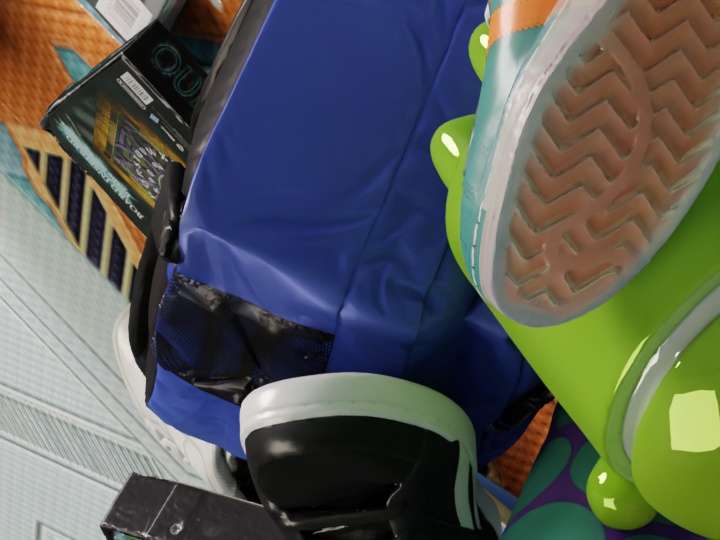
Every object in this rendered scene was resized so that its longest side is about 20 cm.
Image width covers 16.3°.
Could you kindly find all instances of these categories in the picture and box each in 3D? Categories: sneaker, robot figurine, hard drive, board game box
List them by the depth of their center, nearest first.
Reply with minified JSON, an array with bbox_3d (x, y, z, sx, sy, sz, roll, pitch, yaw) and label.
[{"bbox_3d":[0.068,-0.086,0.723,0.071,0.201,0.080,14,-171,-33],"label":"sneaker"},{"bbox_3d":[0.104,0.001,0.785,0.200,0.115,0.176,52,136,34],"label":"robot figurine"},{"bbox_3d":[0.014,0.115,0.882,0.200,0.073,0.113,50,-147,-62],"label":"sneaker"},{"bbox_3d":[-0.055,-0.018,1.151,0.200,0.028,0.135,48,157,-10],"label":"board game box"},{"bbox_3d":[-0.011,0.165,1.155,0.199,0.038,0.140,12,144,27],"label":"hard drive"},{"bbox_3d":[-0.060,0.076,1.228,0.200,0.075,0.081,48,175,30],"label":"sneaker"}]

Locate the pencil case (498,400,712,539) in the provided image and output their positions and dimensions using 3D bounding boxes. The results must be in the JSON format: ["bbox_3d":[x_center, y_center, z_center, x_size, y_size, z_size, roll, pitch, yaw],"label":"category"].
[{"bbox_3d":[0.090,0.096,0.884,0.085,0.200,0.093,30,125,2],"label":"pencil case"}]

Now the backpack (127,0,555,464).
[{"bbox_3d":[0.000,0.000,0.945,0.167,0.163,0.200,28,152,0],"label":"backpack"}]

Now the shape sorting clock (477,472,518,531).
[{"bbox_3d":[0.044,0.117,1.137,0.200,0.039,0.200,37,172,6],"label":"shape sorting clock"}]

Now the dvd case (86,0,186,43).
[{"bbox_3d":[-0.139,-0.196,1.079,0.200,0.022,0.146,50,156,3],"label":"dvd case"}]
